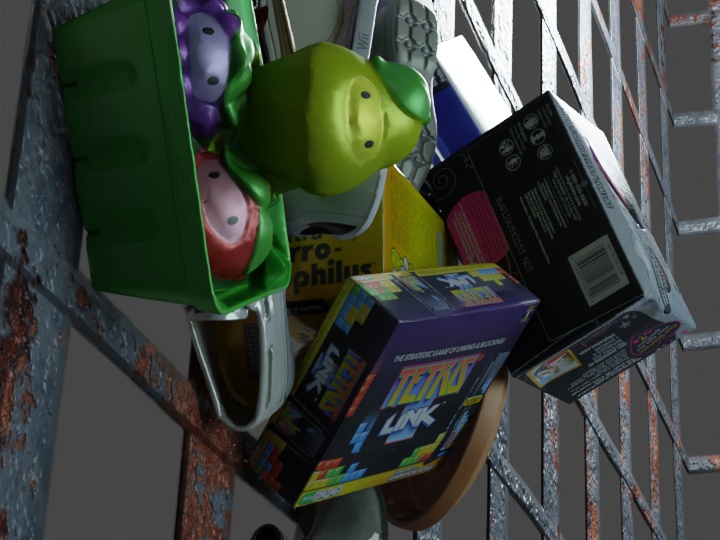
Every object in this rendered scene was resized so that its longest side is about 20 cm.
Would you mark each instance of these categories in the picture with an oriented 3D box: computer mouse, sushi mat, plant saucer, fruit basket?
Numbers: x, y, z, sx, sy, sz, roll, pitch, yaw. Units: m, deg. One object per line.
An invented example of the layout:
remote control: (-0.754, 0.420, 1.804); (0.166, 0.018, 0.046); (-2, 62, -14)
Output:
computer mouse: (-0.040, -0.061, 1.206); (0.200, 0.044, 0.111); (-4, -108, 66)
sushi mat: (-0.066, -0.223, 1.300); (0.096, 0.012, 0.201); (80, -2, -68)
plant saucer: (0.071, 0.119, 1.461); (0.201, 0.032, 0.201); (-90, -154, -46)
fruit basket: (-0.063, -0.083, 1.063); (0.155, 0.214, 0.217); (-24, 106, -71)

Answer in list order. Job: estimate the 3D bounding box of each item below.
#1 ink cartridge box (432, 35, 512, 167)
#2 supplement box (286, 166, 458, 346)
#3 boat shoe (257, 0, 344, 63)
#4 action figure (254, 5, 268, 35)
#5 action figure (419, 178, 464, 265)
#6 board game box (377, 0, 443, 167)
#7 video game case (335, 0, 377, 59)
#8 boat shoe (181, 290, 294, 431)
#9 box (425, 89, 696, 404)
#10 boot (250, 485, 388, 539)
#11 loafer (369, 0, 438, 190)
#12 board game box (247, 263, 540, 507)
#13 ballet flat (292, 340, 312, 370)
ink cartridge box: (0.109, -0.115, 1.603); (0.200, 0.040, 0.200); (58, 21, -3)
supplement box: (0.000, 0.000, 1.371); (0.200, 0.108, 0.110); (42, 44, -63)
boat shoe: (-0.055, -0.162, 1.375); (0.063, 0.072, 0.201); (133, -39, -53)
action figure: (-0.093, -0.177, 1.254); (0.065, 0.051, 0.202); (-1, 87, -77)
action figure: (0.046, -0.033, 1.550); (0.200, 0.102, 0.119); (48, 41, -19)
board game box: (0.048, -0.152, 1.679); (0.200, 0.041, 0.201); (-64, 143, -60)
video game case: (-0.006, -0.198, 1.456); (0.144, 0.018, 0.201); (112, -11, -51)
boat shoe: (-0.089, 0.011, 1.168); (0.070, 0.070, 0.202); (-53, 140, -66)
box: (0.162, -0.018, 1.421); (0.115, 0.132, 0.201); (26, 37, -55)
boot: (-0.036, 0.206, 1.267); (0.131, 0.067, 0.201); (47, 39, -53)
loafer: (0.024, -0.132, 1.465); (0.070, 0.070, 0.201); (23, 60, -25)
board game box: (0.028, 0.080, 1.290); (0.199, 0.057, 0.166); (-6, 132, -55)
ballet flat: (-0.027, 0.089, 1.361); (0.063, 0.068, 0.200); (61, 4, 27)
